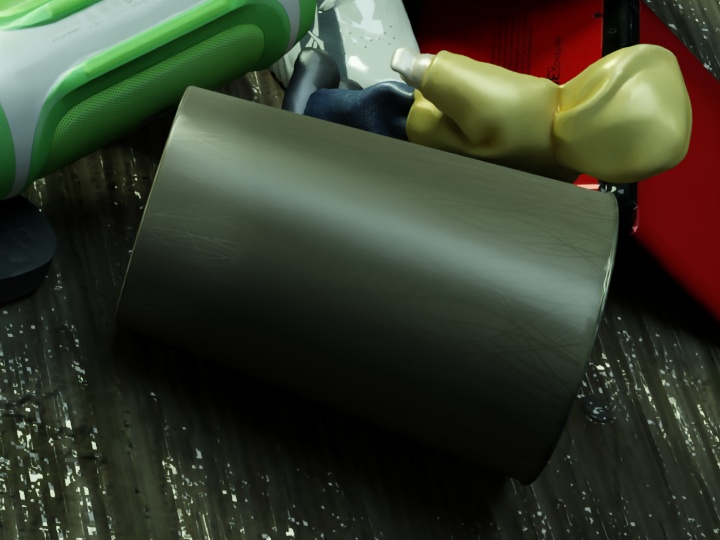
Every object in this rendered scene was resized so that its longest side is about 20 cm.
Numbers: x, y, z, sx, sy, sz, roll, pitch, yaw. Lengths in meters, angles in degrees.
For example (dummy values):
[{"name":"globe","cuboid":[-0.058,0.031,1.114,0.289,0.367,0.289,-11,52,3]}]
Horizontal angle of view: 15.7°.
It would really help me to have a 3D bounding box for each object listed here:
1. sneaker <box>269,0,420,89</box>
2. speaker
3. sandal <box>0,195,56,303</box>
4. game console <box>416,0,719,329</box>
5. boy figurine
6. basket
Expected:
[{"name":"sneaker","cuboid":[-0.013,-0.179,1.346,0.079,0.130,0.200,-6,49,-17]},{"name":"speaker","cuboid":[-0.116,-0.102,1.198,0.200,0.089,0.088,-30,65,-33]},{"name":"sandal","cuboid":[-0.214,0.001,1.125,0.076,0.043,0.200,41,42,16]},{"name":"game console","cuboid":[0.117,-0.058,1.386,0.171,0.119,0.201,-5,40,11]},{"name":"boy figurine","cuboid":[0.059,-0.074,1.227,0.124,0.199,0.065,37,58,-51]},{"name":"basket","cuboid":[0.000,0.000,1.175,0.199,0.137,0.180,18,9,-2]}]
